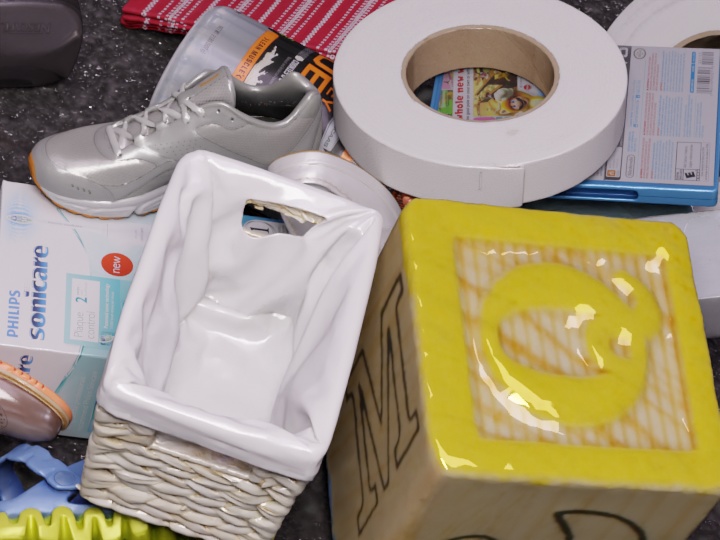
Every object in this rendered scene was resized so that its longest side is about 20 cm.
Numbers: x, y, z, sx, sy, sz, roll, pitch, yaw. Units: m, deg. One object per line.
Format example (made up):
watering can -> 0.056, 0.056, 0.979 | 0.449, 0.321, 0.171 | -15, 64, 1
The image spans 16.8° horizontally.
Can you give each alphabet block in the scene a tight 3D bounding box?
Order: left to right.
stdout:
alphabet block -> 0.094, 0.094, 1.515 | 0.194, 0.200, 0.197 | 3, 56, -16

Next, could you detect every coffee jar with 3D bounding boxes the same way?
coffee jar -> -0.271, -0.221, 1.777 | 0.104, 0.086, 0.201 | -2, 48, -26

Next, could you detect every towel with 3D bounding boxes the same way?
towel -> -0.067, -0.208, 1.843 | 0.199, 0.023, 0.145 | 13, 41, 19

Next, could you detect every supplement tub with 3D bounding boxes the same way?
supplement tub -> -0.042, -0.091, 1.712 | 0.199, 0.123, 0.123 | 28, 45, 6

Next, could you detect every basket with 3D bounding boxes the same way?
basket -> -0.078, 0.051, 1.447 | 0.135, 0.124, 0.201 | 19, 48, -4

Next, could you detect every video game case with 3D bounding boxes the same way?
video game case -> 0.146, -0.103, 1.663 | 0.199, 0.018, 0.144 | 3, 47, 8

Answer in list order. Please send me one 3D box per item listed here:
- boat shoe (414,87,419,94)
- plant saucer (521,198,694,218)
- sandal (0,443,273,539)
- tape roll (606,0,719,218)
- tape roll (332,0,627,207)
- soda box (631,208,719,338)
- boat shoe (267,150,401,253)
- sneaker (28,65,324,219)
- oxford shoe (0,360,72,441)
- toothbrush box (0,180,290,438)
boat shoe -> 0.036, -0.196, 1.876 | 0.073, 0.075, 0.200 | 27, 44, 6
plant saucer -> 0.140, -0.003, 1.707 | 0.200, 0.039, 0.202 | -3, 75, 11
sandal -> -0.147, 0.144, 1.486 | 0.199, 0.080, 0.087 | 4, 44, -19
tape roll -> 0.276, -0.110, 1.764 | 0.203, 0.203, 0.139 | 43, 13, 21
tape roll -> 0.080, -0.119, 1.635 | 0.201, 0.037, 0.204 | 0, 43, 0
soda box -> 0.153, 0.012, 1.641 | 0.199, 0.064, 0.069 | -7, 62, 10
boat shoe -> 0.000, 0.000, 1.611 | 0.070, 0.200, 0.070 | -13, 48, 26
sneaker -> -0.118, -0.094, 1.586 | 0.199, 0.092, 0.076 | -8, 48, -16
oxford shoe -> -0.275, 0.082, 1.470 | 0.199, 0.071, 0.073 | 13, 63, -1
toothbrush box -> -0.145, 0.033, 1.584 | 0.199, 0.086, 0.147 | 8, 45, -12
